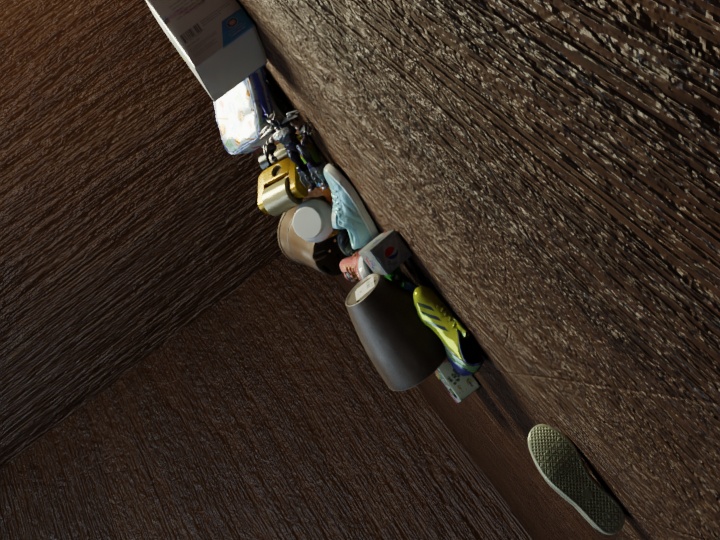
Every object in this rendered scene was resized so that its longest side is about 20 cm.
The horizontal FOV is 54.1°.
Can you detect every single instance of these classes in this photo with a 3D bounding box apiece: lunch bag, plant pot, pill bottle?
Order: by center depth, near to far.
[{"bbox_3d":[0.065,0.109,1.462,0.201,0.187,0.187,49,177,-19],"label":"plant pot"},{"bbox_3d":[-0.262,-0.370,1.612,0.158,0.075,0.205,-18,88,44],"label":"lunch bag"},{"bbox_3d":[-0.101,-0.126,1.719,0.105,0.104,0.200,54,-163,0],"label":"pill bottle"},{"bbox_3d":[-0.106,-0.087,1.964,0.202,0.199,0.198,57,166,-30],"label":"plant pot"}]

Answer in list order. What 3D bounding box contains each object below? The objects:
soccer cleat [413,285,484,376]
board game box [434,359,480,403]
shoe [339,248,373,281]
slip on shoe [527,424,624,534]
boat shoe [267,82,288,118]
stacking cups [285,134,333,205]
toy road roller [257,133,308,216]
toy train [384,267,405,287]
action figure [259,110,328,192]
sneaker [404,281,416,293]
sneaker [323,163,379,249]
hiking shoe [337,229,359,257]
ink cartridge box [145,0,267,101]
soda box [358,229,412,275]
[{"bbox_3d":[0.176,0.111,1.381,0.203,0.064,0.084,58,146,6],"label":"soccer cleat"},{"bbox_3d":[0.204,0.223,1.727,0.202,0.064,0.148,55,175,12],"label":"board game box"},{"bbox_3d":[0.000,0.000,1.640,0.072,0.090,0.201,48,-162,-14],"label":"shoe"},{"bbox_3d":[0.347,0.341,1.153,0.201,0.074,0.061,49,177,14],"label":"slip on shoe"},{"bbox_3d":[-0.216,-0.392,1.656,0.056,0.069,0.203,-10,-116,-51],"label":"boat shoe"},{"bbox_3d":[-0.098,-0.222,1.650,0.202,0.060,0.060,57,174,-19],"label":"stacking cups"},{"bbox_3d":[-0.162,-0.218,1.721,0.145,0.121,0.204,33,-133,-44],"label":"toy road roller"},{"bbox_3d":[0.060,0.061,1.590,0.202,0.041,0.057,107,152,-52],"label":"toy train"},{"bbox_3d":[-0.141,-0.264,1.536,0.128,0.070,0.201,-14,127,38],"label":"action figure"},{"bbox_3d":[0.096,0.045,1.637,0.201,0.074,0.106,53,156,34],"label":"sneaker"},{"bbox_3d":[-0.037,-0.133,1.541,0.202,0.081,0.074,57,173,-18],"label":"sneaker"},{"bbox_3d":[0.019,-0.036,1.792,0.200,0.076,0.100,47,171,-37],"label":"hiking shoe"},{"bbox_3d":[-0.310,-0.489,1.427,0.202,0.145,0.146,54,176,13],"label":"ink cartridge box"},{"bbox_3d":[0.048,-0.036,1.462,0.064,0.068,0.200,52,176,-4],"label":"soda box"}]
